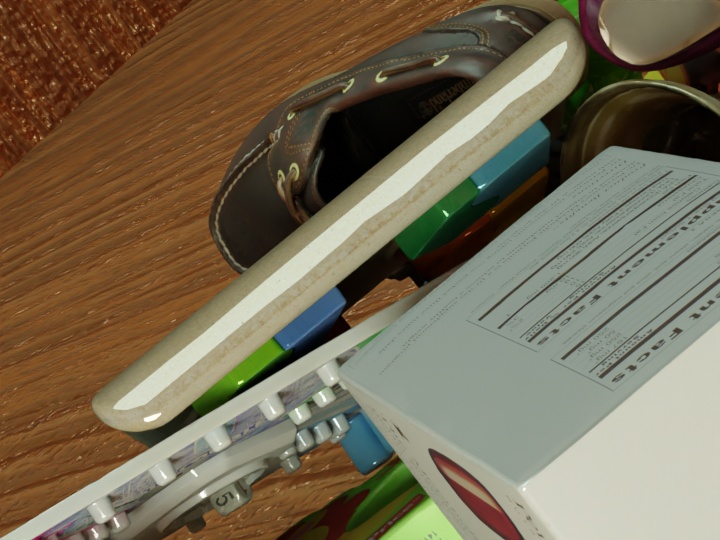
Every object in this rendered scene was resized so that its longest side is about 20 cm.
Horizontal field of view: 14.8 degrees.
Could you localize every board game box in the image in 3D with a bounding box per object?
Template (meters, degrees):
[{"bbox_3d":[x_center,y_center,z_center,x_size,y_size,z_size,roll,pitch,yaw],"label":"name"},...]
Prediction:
[{"bbox_3d":[-0.049,0.076,0.927,0.200,0.026,0.200,-30,-8,-12],"label":"board game box"}]

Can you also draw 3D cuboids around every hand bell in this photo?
[{"bbox_3d":[0.173,-0.057,0.975,0.200,0.104,0.104,-32,5,-36],"label":"hand bell"}]

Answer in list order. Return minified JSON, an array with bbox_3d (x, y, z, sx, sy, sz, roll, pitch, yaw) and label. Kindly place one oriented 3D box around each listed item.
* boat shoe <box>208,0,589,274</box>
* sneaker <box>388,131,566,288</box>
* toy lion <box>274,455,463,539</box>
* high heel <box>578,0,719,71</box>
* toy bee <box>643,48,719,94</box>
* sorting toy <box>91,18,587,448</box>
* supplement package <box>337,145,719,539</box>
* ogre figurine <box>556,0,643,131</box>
[{"bbox_3d":[0.001,-0.046,1.095,0.200,0.070,0.070,-34,8,43],"label":"boat shoe"},{"bbox_3d":[0.072,-0.010,1.077,0.098,0.071,0.200,-43,11,-4],"label":"sneaker"},{"bbox_3d":[-0.015,0.112,0.945,0.200,0.069,0.192,-41,4,-7],"label":"toy lion"},{"bbox_3d":[0.163,-0.128,0.931,0.200,0.067,0.096,-23,8,6],"label":"high heel"},{"bbox_3d":[0.136,-0.091,1.046,0.131,0.200,0.109,131,139,-53],"label":"toy bee"},{"bbox_3d":[0.000,0.000,0.911,0.185,0.036,0.200,-39,-3,-3],"label":"sorting toy"},{"bbox_3d":[0.086,0.046,0.721,0.110,0.114,0.200,-39,11,-6],"label":"supplement package"},{"bbox_3d":[0.073,-0.073,1.228,0.120,0.098,0.200,-35,-33,-4],"label":"ogre figurine"}]
